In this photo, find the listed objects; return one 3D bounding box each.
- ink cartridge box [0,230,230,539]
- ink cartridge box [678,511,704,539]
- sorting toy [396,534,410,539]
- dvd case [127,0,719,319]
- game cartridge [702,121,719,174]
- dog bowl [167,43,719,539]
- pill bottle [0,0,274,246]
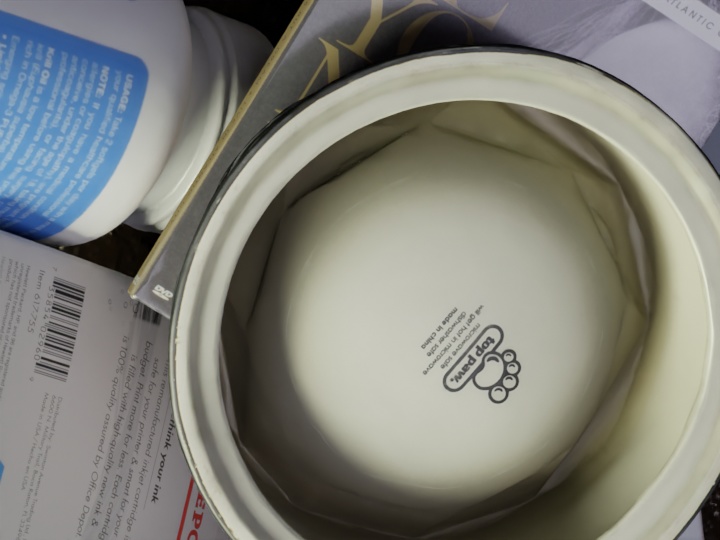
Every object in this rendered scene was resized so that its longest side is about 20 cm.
[{"bbox_3d":[-0.106,0.059,1.025,0.200,0.068,0.117,23,78,-51],"label":"ink cartridge box"},{"bbox_3d":[0.047,0.139,1.173,0.199,0.047,0.161,-16,117,-12],"label":"ink cartridge box"},{"bbox_3d":[0.018,0.186,1.054,0.069,0.200,0.200,-11,115,22],"label":"sorting toy"},{"bbox_3d":[0.033,-0.039,0.988,0.148,0.016,0.201,31,94,-15],"label":"dvd case"},{"bbox_3d":[0.132,-0.110,1.021,0.041,0.133,0.200,-53,141,-28],"label":"game cartridge"},{"bbox_3d":[0.029,0.019,0.954,0.199,0.074,0.201,-3,102,-12],"label":"dog bowl"},{"bbox_3d":[-0.128,-0.071,0.977,0.199,0.112,0.113,17,108,-36],"label":"pill bottle"}]
